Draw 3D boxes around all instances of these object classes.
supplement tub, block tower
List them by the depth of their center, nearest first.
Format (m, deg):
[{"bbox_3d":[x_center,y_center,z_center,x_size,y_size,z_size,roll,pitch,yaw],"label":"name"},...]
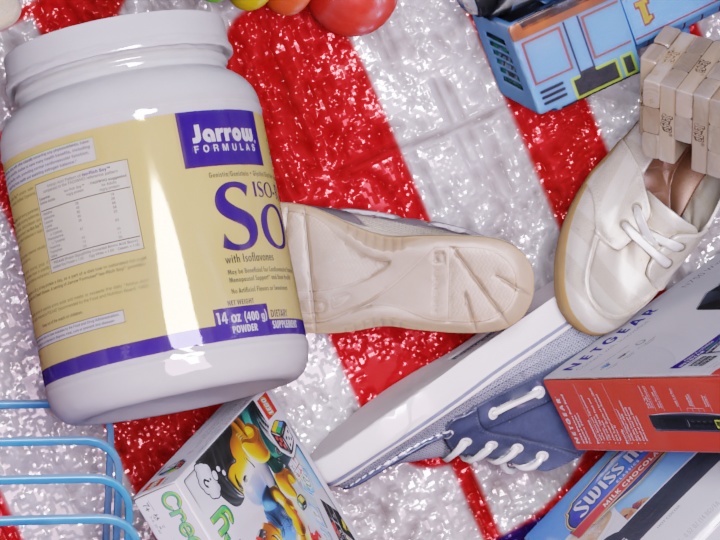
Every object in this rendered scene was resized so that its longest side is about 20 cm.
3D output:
[{"bbox_3d":[-0.114,-0.027,1.522,0.145,0.145,0.201,-10,84,-11],"label":"supplement tub"},{"bbox_3d":[0.246,-0.072,1.544,0.054,0.199,0.058,-50,148,-40],"label":"block tower"}]

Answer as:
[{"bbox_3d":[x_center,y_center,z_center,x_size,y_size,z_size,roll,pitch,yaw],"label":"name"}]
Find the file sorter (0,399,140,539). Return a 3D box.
[{"bbox_3d":[-0.186,0.164,1.504,0.138,0.200,0.123,-1,113,-11],"label":"file sorter"}]

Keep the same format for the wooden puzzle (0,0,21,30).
[{"bbox_3d":[-0.294,-0.155,1.454,0.199,0.037,0.185,-30,67,5],"label":"wooden puzzle"}]

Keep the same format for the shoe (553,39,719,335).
[{"bbox_3d":[0.174,-0.053,1.621,0.070,0.053,0.200,34,74,-14],"label":"shoe"}]

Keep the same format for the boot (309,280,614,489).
[{"bbox_3d":[0.072,0.090,1.632,0.200,0.073,0.091,-33,98,-7],"label":"boot"}]

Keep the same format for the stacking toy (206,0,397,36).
[{"bbox_3d":[-0.072,-0.178,1.567,0.199,0.085,0.086,17,94,-22],"label":"stacking toy"}]

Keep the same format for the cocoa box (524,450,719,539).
[{"bbox_3d":[0.219,0.190,1.634,0.133,0.131,0.200,-45,117,-3],"label":"cocoa box"}]

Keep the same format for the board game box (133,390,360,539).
[{"bbox_3d":[-0.038,0.176,1.562,0.035,0.126,0.200,-25,101,30],"label":"board game box"}]

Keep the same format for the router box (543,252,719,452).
[{"bbox_3d":[0.230,0.032,1.576,0.200,0.179,0.049,-33,105,-29],"label":"router box"}]

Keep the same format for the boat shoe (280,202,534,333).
[{"bbox_3d":[0.000,0.000,1.608,0.199,0.065,0.072,4,92,5],"label":"boat shoe"}]

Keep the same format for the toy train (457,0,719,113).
[{"bbox_3d":[0.151,-0.173,1.612,0.199,0.087,0.115,-26,112,-11],"label":"toy train"}]
